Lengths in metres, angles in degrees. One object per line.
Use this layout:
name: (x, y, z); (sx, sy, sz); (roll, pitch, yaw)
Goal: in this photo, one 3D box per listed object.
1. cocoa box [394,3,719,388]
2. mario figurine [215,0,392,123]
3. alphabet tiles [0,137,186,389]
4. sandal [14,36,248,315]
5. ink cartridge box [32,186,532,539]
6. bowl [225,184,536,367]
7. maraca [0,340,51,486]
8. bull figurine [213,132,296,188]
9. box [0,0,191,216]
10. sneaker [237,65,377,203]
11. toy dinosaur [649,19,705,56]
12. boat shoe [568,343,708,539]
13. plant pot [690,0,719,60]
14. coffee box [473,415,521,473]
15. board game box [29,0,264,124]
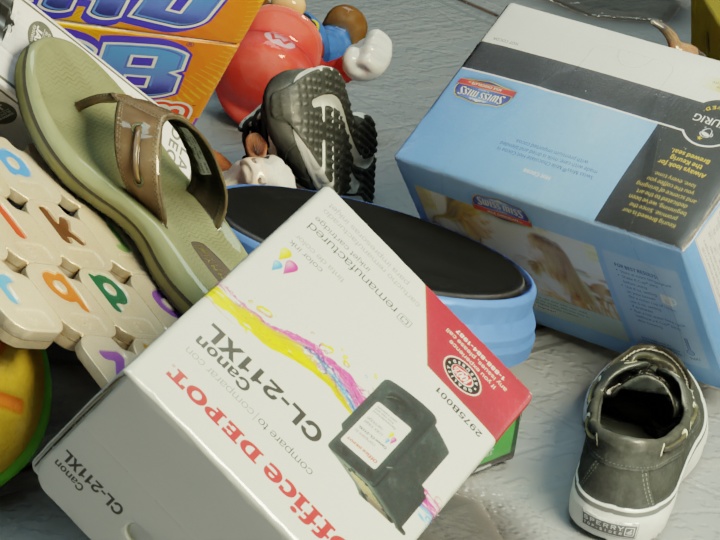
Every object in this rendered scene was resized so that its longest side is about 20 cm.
cocoa box: (0.145, -0.043, 1.593); (0.200, 0.133, 0.131); (20, 61, 34)
mario figurine: (-0.044, -0.166, 1.918); (0.123, 0.106, 0.200); (-23, 10, 12)
alphabet tiles: (-0.132, 0.004, 1.367); (0.196, 0.015, 0.200); (50, 23, 26)
sandal: (-0.096, -0.046, 1.419); (0.201, 0.057, 0.080); (49, 30, 14)
ink cartridge box: (-0.030, 0.073, 1.267); (0.146, 0.083, 0.200); (46, 36, -1)
bowl: (0.000, 0.000, 1.518); (0.200, 0.039, 0.201); (14, 13, -3)
maraca: (-0.229, 0.022, 1.334); (0.137, 0.107, 0.200); (-29, 81, -35)
bull figurine: (-0.126, -0.053, 1.653); (0.121, 0.065, 0.200); (-5, 12, -30)
box: (-0.193, -0.081, 1.491); (0.117, 0.200, 0.060); (-20, 47, 34)
sneaker: (-0.041, -0.075, 1.704); (0.080, 0.074, 0.200); (2, -11, 9)
toy dinosaur: (0.120, -0.089, 1.761); (0.086, 0.136, 0.200); (26, 28, 35)
boat shoe: (0.150, 0.077, 1.474); (0.069, 0.057, 0.200); (12, 22, 6)
plant pot: (0.315, -0.117, 1.854); (0.176, 0.200, 0.200); (-4, 23, -3)
coffee box: (-0.027, 0.057, 1.471); (0.200, 0.044, 0.123); (25, 26, 34)
board game box: (-0.168, -0.218, 1.554); (0.200, 0.200, 0.200); (6, 57, -21)
